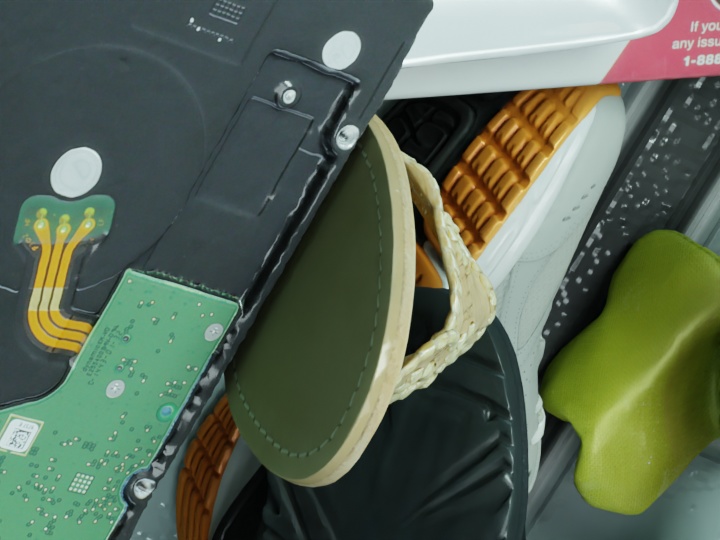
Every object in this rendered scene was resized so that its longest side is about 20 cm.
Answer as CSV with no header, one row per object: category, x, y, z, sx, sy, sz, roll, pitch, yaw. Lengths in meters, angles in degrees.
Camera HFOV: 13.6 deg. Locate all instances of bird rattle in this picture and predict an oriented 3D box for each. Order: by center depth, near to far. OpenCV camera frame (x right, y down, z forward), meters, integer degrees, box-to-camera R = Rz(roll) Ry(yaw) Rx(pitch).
bird rattle,0.144,0.041,0.868,0.112,0.200,0.164,-4,76,-23

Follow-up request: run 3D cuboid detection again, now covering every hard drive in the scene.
hard drive,-0.087,-0.006,0.705,0.139,0.038,0.201,17,110,-39

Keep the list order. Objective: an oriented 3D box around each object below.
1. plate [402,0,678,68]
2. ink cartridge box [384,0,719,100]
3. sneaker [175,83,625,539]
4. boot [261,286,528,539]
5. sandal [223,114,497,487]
plate,-0.009,-0.137,0.708,0.198,0.032,0.201,-9,125,-18
ink cartridge box,0.061,-0.156,0.802,0.144,0.083,0.201,-4,118,-16
sneaker,0.027,0.024,0.897,0.092,0.076,0.200,20,116,-34
boot,0.038,0.111,0.860,0.162,0.073,0.200,15,75,-63
sandal,0.003,-0.005,0.777,0.069,0.212,0.078,23,107,-25
